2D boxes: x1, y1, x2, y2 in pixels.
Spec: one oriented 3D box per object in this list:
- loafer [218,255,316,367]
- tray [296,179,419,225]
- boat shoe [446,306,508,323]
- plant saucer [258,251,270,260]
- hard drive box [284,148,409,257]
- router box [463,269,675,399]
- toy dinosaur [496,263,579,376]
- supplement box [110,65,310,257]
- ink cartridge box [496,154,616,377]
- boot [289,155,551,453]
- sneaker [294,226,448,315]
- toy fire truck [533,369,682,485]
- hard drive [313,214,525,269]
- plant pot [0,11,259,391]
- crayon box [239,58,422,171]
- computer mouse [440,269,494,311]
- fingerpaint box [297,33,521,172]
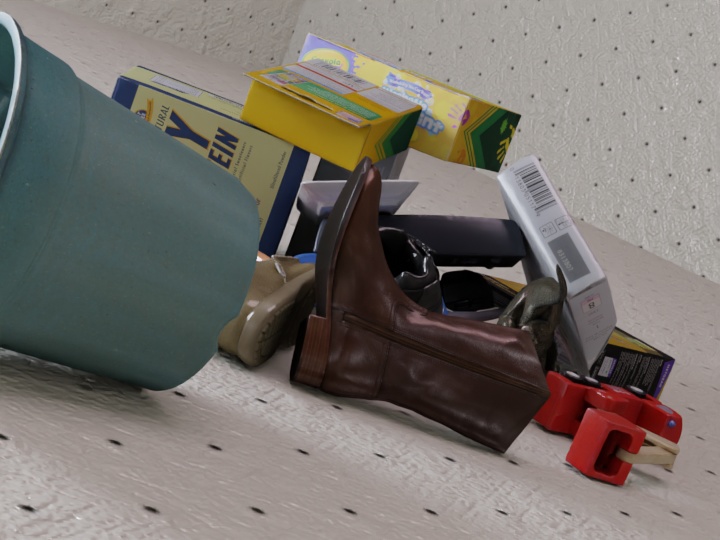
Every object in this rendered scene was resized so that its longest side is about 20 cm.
[{"bbox_3d":[-0.076,0.021,1.312,0.067,0.077,0.200,28,10,6],"label":"loafer"},{"bbox_3d":[-0.006,-0.062,1.564,0.106,0.022,0.200,-2,-4,-4],"label":"tray"},{"bbox_3d":[0.111,0.054,1.554,0.063,0.073,0.199,37,19,24],"label":"boat shoe"},{"bbox_3d":[-0.156,-0.011,1.441,0.198,0.038,0.200,22,10,-4],"label":"plant saucer"},{"bbox_3d":[-0.011,-0.075,1.778,0.076,0.157,0.200,21,8,3],"label":"hard drive box"},{"bbox_3d":[0.216,0.069,1.793,0.156,0.053,0.199,14,12,-43],"label":"router box"},{"bbox_3d":[0.149,0.053,1.476,0.076,0.202,0.103,13,44,17],"label":"toy dinosaur"},{"bbox_3d":[-0.161,-0.101,1.642,0.198,0.136,0.200,20,9,-5],"label":"supplement box"},{"bbox_3d":[0.196,0.010,1.592,0.163,0.057,0.200,64,3,36],"label":"ink cartridge box"},{"bbox_3d":[0.060,0.028,1.277,0.198,0.189,0.064,17,-5,-11],"label":"boot"},{"bbox_3d":[0.001,-0.001,1.456,0.076,0.112,0.199,-28,40,-28],"label":"sneaker"},{"bbox_3d":[0.223,0.137,1.418,0.199,0.049,0.141,15,11,-40],"label":"toy fire truck"},{"bbox_3d":[0.055,-0.026,1.598,0.197,0.043,0.135,1,-5,0],"label":"hard drive"},{"bbox_3d":[-0.180,-0.027,1.029,0.195,0.202,0.200,24,6,-33],"label":"plant pot"},{"bbox_3d":[-0.031,-0.150,1.586,0.125,0.052,0.200,26,17,13],"label":"crayon box"},{"bbox_3d":[0.080,0.035,1.588,0.034,0.059,0.199,-8,5,31],"label":"computer mouse"},{"bbox_3d":[0.047,-0.174,1.762,0.198,0.074,0.167,25,8,22],"label":"fingerpaint box"}]
